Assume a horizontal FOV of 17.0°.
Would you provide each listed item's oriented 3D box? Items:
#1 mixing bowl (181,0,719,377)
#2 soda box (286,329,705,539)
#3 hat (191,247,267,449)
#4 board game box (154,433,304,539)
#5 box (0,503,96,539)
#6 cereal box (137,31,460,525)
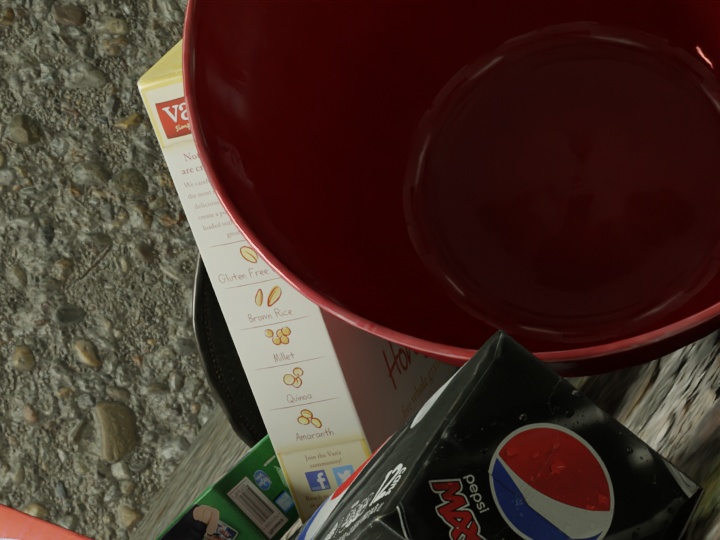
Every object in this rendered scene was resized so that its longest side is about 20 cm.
[{"bbox_3d":[0.056,-0.048,0.692,0.201,0.199,0.109,-56,-22,-15],"label":"mixing bowl"},{"bbox_3d":[0.015,0.091,0.660,0.063,0.071,0.200,-54,2,-29],"label":"soda box"},{"bbox_3d":[0.023,0.002,1.043,0.080,0.201,0.201,4,49,41],"label":"hat"},{"bbox_3d":[-0.059,0.104,0.840,0.135,0.029,0.200,-46,-3,16],"label":"board game box"},{"bbox_3d":[-0.085,0.131,0.649,0.199,0.096,0.100,14,61,44],"label":"box"},{"bbox_3d":[0.000,0.000,0.792,0.039,0.201,0.144,-10,22,23],"label":"cereal box"}]
